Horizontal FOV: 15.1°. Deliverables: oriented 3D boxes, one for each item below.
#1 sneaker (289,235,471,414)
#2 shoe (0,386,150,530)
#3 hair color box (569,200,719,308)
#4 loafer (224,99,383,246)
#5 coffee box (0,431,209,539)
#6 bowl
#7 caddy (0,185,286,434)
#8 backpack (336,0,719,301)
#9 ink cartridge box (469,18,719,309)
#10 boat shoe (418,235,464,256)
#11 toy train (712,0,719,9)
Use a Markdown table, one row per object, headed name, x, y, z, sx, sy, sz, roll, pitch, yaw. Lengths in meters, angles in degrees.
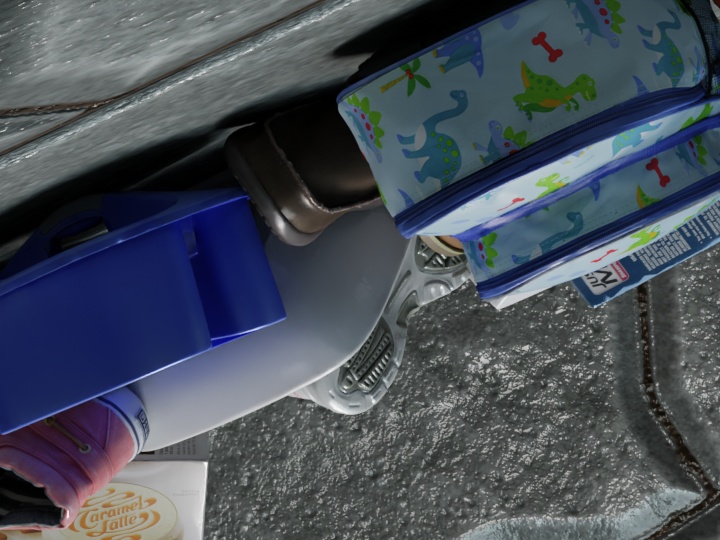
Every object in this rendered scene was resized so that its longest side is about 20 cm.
| name | x | y | z | sx | sy | sz | roll | pitch | yaw |
| --- | --- | --- | --- | --- | --- | --- | --- | --- | --- |
| sneaker | 0.000 | 0.000 | 1.674 | 0.099 | 0.078 | 0.200 | 5 | -135 | 43 |
| shoe | -0.229 | 0.086 | 1.580 | 0.200 | 0.072 | 0.091 | 19 | -136 | 22 |
| hair color box | 0.195 | -0.069 | 1.491 | 0.200 | 0.061 | 0.100 | -28 | -153 | 20 |
| loafer | -0.010 | -0.069 | 1.483 | 0.071 | 0.073 | 0.200 | -35 | 178 | 23 |
| coffee box | -0.196 | 0.121 | 1.689 | 0.199 | 0.080 | 0.115 | 1 | 138 | -6 |
| bowl | -0.068 | 0.000 | 1.613 | 0.200 | 0.075 | 0.200 | -23 | -151 | 32 |
| caddy | -0.138 | 0.011 | 1.475 | 0.200 | 0.105 | 0.141 | -23 | 179 | 39 |
| backpack | 0.098 | -0.072 | 1.366 | 0.183 | 0.147 | 0.200 | -26 | 174 | 23 |
| ink cartridge box | 0.158 | -0.078 | 1.808 | 0.144 | 0.084 | 0.200 | -20 | 157 | -52 |
| boat shoe | 0.092 | -0.049 | 1.650 | 0.068 | 0.072 | 0.200 | -10 | 177 | 25 |
| toy train | 0.208 | -0.160 | 1.508 | 0.200 | 0.056 | 0.150 | -24 | 177 | 30 |
